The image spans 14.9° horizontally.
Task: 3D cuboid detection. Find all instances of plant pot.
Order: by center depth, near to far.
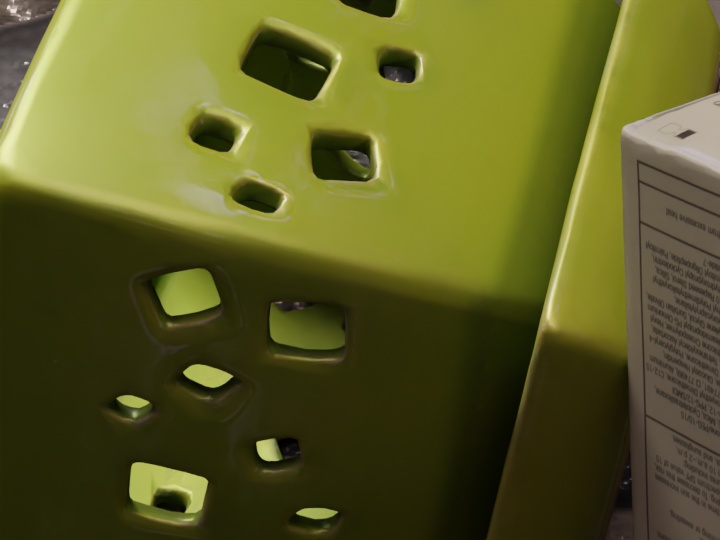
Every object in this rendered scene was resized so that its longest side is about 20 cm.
[{"bbox_3d":[0.000,0.000,0.810,0.180,0.200,0.201,15,46,5],"label":"plant pot"}]

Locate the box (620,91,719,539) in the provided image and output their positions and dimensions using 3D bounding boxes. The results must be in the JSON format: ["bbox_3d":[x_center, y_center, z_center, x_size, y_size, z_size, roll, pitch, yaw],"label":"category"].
[{"bbox_3d":[0.125,0.058,0.700,0.077,0.201,0.095,-20,30,-31],"label":"box"}]

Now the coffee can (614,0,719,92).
[{"bbox_3d":[0.094,-0.118,0.894,0.200,0.146,0.147,40,47,-13],"label":"coffee can"}]
